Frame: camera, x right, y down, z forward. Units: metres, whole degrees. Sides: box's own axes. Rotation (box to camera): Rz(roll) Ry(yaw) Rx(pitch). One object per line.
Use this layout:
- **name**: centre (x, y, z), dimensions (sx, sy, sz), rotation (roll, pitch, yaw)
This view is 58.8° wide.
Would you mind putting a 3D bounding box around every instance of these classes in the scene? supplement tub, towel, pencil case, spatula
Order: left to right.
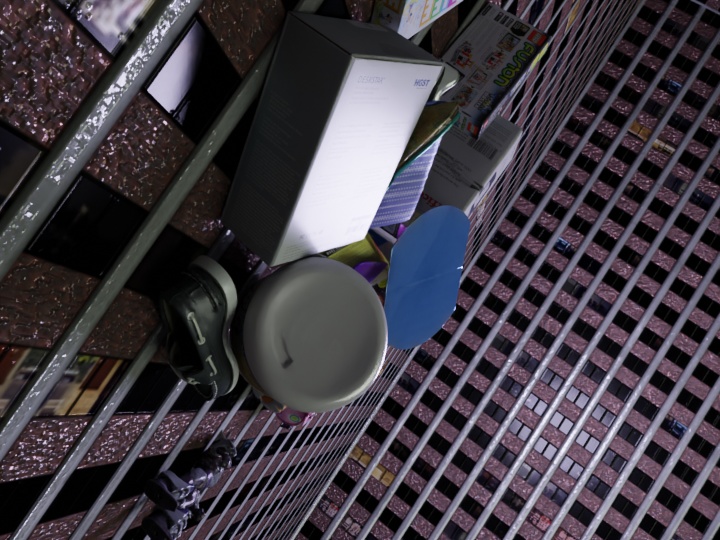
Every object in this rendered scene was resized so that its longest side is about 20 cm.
- **supplement tub**: centre (-0.065, 0.069, 0.686), dimensions (0.146, 0.144, 0.200), rotation (-52, -170, -16)
- **pencil case**: centre (-0.083, 0.210, 1.181), dimensions (0.200, 0.087, 0.089), rotation (-35, 155, -60)
- **spatula**: centre (-0.046, -0.010, 0.754), dimensions (0.198, 0.021, 0.057), rotation (20, 126, -42)
- **towel**: centre (0.020, -0.120, 0.769), dimensions (0.142, 0.024, 0.202), rotation (-11, 147, -19)

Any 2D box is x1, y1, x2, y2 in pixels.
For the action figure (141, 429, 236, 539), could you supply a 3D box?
- **action figure**: centre (-0.231, 0.303, 0.902), dimensions (0.133, 0.068, 0.200), rotation (-69, 169, 11)

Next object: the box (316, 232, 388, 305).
- **box**: centre (0.000, 0.000, 0.851), dimensions (0.074, 0.051, 0.200), rotation (-29, 143, 8)

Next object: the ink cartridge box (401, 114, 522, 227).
- **ink cartridge box**: centre (0.123, -0.153, 0.946), dimensions (0.201, 0.144, 0.085), rotation (-52, 166, -17)

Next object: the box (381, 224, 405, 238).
- **box**: centre (0.101, -0.122, 1.177), dimensions (0.201, 0.036, 0.144), rotation (-50, 165, -31)

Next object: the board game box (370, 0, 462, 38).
- **board game box**: centre (0.087, -0.329, 0.654), dimensions (0.200, 0.034, 0.136), rotation (-47, 164, -38)

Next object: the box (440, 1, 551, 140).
- **box**: centre (0.174, -0.285, 0.902), dimensions (0.201, 0.109, 0.035), rotation (-50, 166, -22)

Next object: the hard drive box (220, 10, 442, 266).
- **hard drive box**: centre (-0.026, -0.119, 0.595), dimensions (0.155, 0.076, 0.202), rotation (-20, 143, -54)

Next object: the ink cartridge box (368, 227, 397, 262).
- **ink cartridge box**: centre (-0.002, 0.037, 1.001), dimensions (0.202, 0.115, 0.067), rotation (-59, 167, 13)

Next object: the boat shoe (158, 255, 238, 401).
- **boat shoe**: centre (-0.161, 0.071, 0.619), dimensions (0.060, 0.075, 0.203), rotation (-42, 152, -37)

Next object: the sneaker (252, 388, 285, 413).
- **sneaker**: centre (-0.091, 0.150, 0.949), dimensions (0.077, 0.079, 0.199), rotation (-44, -169, -38)

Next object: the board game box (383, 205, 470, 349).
- **board game box**: centre (0.075, 0.006, 0.857), dimensions (0.156, 0.039, 0.204), rotation (-16, 122, -41)

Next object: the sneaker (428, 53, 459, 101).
- **sneaker**: centre (0.063, -0.169, 0.789), dimensions (0.202, 0.087, 0.075), rotation (112, -9, -47)

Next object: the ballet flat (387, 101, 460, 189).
- **ballet flat**: centre (0.022, -0.119, 0.691), dimensions (0.200, 0.071, 0.071), rotation (-46, 174, 35)
